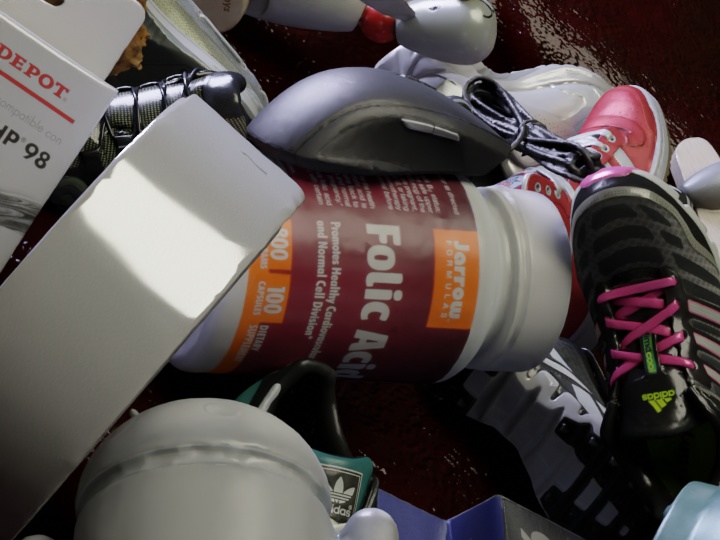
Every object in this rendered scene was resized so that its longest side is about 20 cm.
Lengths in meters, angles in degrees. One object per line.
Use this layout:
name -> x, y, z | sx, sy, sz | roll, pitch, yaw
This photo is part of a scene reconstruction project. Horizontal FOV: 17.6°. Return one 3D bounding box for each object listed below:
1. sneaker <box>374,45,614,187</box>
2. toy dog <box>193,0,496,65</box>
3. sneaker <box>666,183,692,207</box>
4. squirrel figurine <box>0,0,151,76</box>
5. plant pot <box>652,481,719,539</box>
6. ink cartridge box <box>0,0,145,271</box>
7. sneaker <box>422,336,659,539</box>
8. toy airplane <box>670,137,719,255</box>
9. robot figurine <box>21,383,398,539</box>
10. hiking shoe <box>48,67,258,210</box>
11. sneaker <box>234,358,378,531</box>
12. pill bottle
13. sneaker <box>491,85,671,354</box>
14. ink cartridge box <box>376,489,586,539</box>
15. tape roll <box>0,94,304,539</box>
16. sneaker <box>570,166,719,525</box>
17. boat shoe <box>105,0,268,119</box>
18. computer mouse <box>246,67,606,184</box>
sneaker -> 0.097, -0.078, 1.477 | 0.199, 0.078, 0.100 | 6, 53, -31
toy dog -> -0.016, -0.189, 1.399 | 0.198, 0.097, 0.132 | 2, 33, -13
sneaker -> 0.185, 0.020, 1.330 | 0.084, 0.201, 0.078 | 3, 54, 15
squirrel figurine -> -0.192, -0.142, 1.147 | 0.198, 0.143, 0.187 | -1, 11, -8
plant pot -> 0.196, 0.180, 1.116 | 0.133, 0.202, 0.200 | 23, 28, 18
ink cartridge box -> -0.188, -0.063, 1.023 | 0.115, 0.201, 0.067 | 33, -2, -13
sneaker -> 0.118, 0.085, 1.300 | 0.200, 0.067, 0.090 | 45, 32, 14
toy airplane -> 0.263, 0.013, 1.475 | 0.200, 0.141, 0.199 | 41, 33, -3
robot figurine -> -0.067, 0.139, 0.987 | 0.168, 0.113, 0.201 | -2, 55, 0
hiking shoe -> -0.107, -0.077, 1.217 | 0.199, 0.101, 0.076 | 18, 39, -33
sneaker -> -0.029, 0.127, 1.084 | 0.071, 0.080, 0.201 | 19, 40, -33
pill bottle -> 0.000, 0.000, 1.193 | 0.198, 0.115, 0.115 | 4, 47, -25
sneaker -> 0.118, -0.053, 1.398 | 0.112, 0.071, 0.201 | 39, 54, -30
ink cartridge box -> 0.099, 0.210, 1.164 | 0.199, 0.047, 0.198 | 30, 36, -24
tape roll -> -0.114, 0.022, 1.004 | 0.071, 0.203, 0.203 | 41, 32, -1
sneaker -> 0.153, 0.047, 1.187 | 0.088, 0.073, 0.201 | -59, 135, -66
boat shoe -> -0.131, -0.144, 1.300 | 0.202, 0.074, 0.065 | 43, 26, -7
computer mouse -> 0.022, -0.088, 1.215 | 0.199, 0.046, 0.140 | 2, 19, -29
